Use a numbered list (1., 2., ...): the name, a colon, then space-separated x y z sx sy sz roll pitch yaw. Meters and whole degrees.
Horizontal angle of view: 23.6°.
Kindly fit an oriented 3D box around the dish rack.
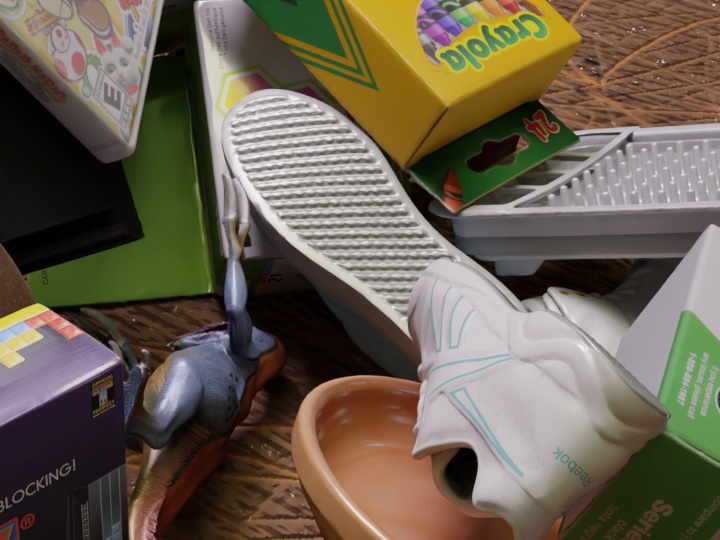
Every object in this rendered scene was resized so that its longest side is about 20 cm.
1. dish rack: 0.152 -0.036 0.865 0.199 0.044 0.171 -2 16 33

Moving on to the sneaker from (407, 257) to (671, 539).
1. sneaker: 0.047 0.049 0.690 0.070 0.080 0.200 40 -2 -16

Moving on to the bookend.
1. bookend: -0.210 -0.079 0.737 0.092 0.201 0.199 -15 6 29

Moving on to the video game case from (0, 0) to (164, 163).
1. video game case: -0.146 -0.179 0.776 0.023 0.182 0.201 -15 50 27

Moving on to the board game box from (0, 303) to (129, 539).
1. board game box: -0.173 0.126 0.614 0.057 0.166 0.200 30 43 34

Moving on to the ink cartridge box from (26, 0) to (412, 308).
1. ink cartridge box: -0.082 -0.063 0.917 0.199 0.076 0.149 -5 76 -12

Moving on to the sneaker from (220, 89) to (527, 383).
1. sneaker: 0.000 0.000 0.846 0.074 0.082 0.200 -34 72 -23

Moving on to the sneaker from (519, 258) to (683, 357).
1. sneaker: 0.132 0.019 0.865 0.115 0.074 0.200 18 34 -9

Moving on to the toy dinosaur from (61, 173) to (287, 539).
1. toy dinosaur: -0.085 0.063 0.793 0.105 0.201 0.181 -20 -17 26

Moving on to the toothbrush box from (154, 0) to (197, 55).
1. toothbrush box: -0.144 -0.173 0.989 0.145 0.087 0.200 -17 2 -15

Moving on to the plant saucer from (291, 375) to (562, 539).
1. plant saucer: 0.058 0.113 0.713 0.199 0.038 0.200 25 18 -9

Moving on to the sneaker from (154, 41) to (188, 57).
1. sneaker: -0.091 -0.116 1.050 0.199 0.080 0.072 -2 34 -8

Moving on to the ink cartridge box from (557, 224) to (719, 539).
1. ink cartridge box: 0.199 0.094 0.716 0.199 0.084 0.146 31 38 -1

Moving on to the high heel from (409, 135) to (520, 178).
1. high heel: 0.003 -0.081 0.996 0.199 0.097 0.067 -11 37 -21

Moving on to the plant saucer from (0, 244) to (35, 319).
1. plant saucer: -0.224 0.048 0.689 0.199 0.202 0.037 5 17 1

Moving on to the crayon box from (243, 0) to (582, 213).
1. crayon box: 0.024 -0.132 0.874 0.200 0.051 0.127 47 43 12
